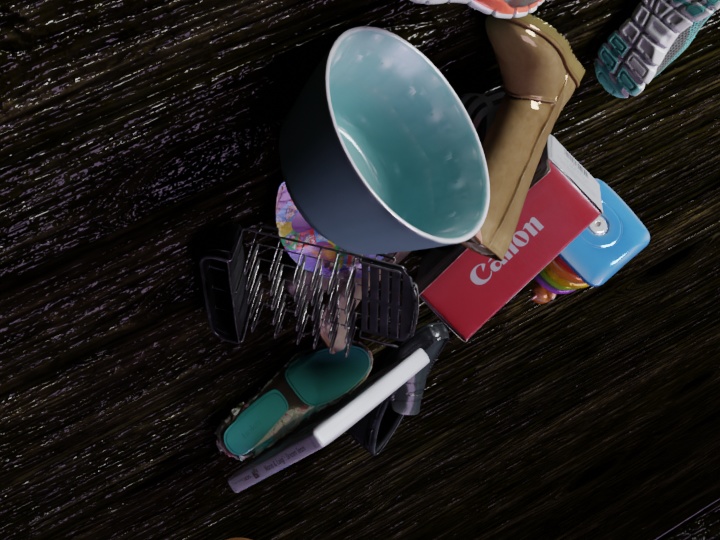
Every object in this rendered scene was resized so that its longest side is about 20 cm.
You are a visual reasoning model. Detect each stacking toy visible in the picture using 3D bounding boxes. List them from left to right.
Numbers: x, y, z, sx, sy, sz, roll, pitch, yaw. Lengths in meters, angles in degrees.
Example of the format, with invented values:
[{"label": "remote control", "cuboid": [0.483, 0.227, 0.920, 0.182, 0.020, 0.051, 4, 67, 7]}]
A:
[{"label": "stacking toy", "cuboid": [0.246, -0.012, 1.910, 0.116, 0.110, 0.200, -38, 170, -27]}]

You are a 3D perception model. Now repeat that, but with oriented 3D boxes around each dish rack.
[{"label": "dish rack", "cuboid": [-0.045, 0.026, 1.492, 0.154, 0.198, 0.055, 89, 16, -59]}]

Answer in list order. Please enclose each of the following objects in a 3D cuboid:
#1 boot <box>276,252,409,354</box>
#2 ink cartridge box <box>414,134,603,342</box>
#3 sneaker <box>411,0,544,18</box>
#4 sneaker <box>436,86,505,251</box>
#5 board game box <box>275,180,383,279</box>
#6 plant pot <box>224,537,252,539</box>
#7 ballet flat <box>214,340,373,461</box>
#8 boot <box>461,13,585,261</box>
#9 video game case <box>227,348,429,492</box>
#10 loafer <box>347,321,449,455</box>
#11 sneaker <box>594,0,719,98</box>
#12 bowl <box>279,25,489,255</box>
[{"label": "boot", "cuboid": [0.000, 0.000, 1.618, 0.146, 0.070, 0.200, -36, 154, -3]}, {"label": "ink cartridge box", "cuboid": [0.152, -0.030, 1.662, 0.200, 0.084, 0.176, -44, -174, 16]}, {"label": "sneaker", "cuboid": [0.100, -0.260, 1.301, 0.199, 0.077, 0.082, -10, 138, -47]}, {"label": "sneaker", "cuboid": [0.129, -0.106, 1.605, 0.115, 0.076, 0.201, -25, 152, -32]}, {"label": "board game box", "cuboid": [0.017, -0.070, 1.481, 0.200, 0.039, 0.158, -45, 134, 2]}, {"label": "plant pot", "cuboid": [-0.142, 0.436, 2.065, 0.200, 0.200, 0.140, -37, 139, 1]}, {"label": "ballet flat", "cuboid": [-0.077, 0.137, 1.778, 0.199, 0.076, 0.064, -32, -174, -2]}, {"label": "boot", "cuboid": [0.130, -0.124, 1.468, 0.175, 0.066, 0.201, 31, 83, -54]}, {"label": "video game case", "cuboid": [-0.036, 0.168, 1.793, 0.200, 0.024, 0.182, -35, -179, -43]}, {"label": "loafer", "cuboid": [0.052, 0.142, 1.933, 0.068, 0.071, 0.201, -8, 142, -48]}, {"label": "sneaker", "cuboid": [0.317, -0.262, 1.607, 0.200, 0.078, 0.091, -47, 170, 27]}, {"label": "bowl", "cuboid": [0.007, -0.094, 1.357, 0.105, 0.202, 0.200, -28, 164, 35]}]
